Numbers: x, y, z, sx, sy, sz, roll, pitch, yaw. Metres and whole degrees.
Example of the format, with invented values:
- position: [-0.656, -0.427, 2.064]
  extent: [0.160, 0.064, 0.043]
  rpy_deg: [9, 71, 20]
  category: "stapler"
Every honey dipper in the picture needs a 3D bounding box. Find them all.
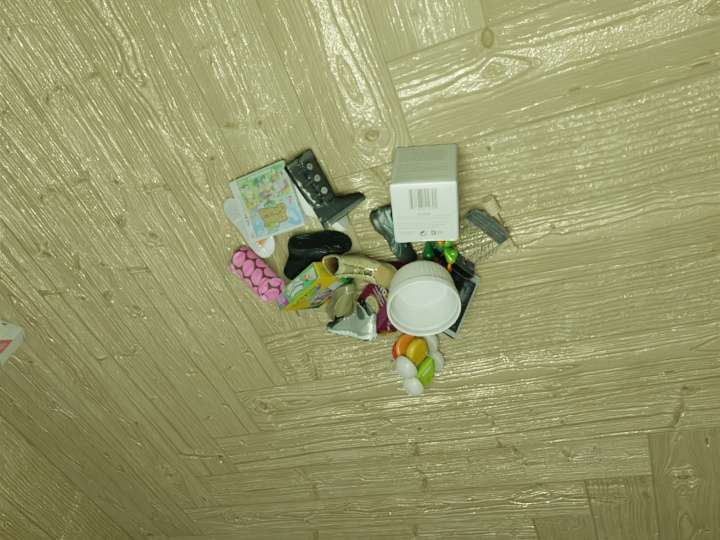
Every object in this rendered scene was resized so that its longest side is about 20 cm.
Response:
- position: [0.392, -0.121, 1.563]
  extent: [0.037, 0.038, 0.201]
  rpy_deg: [-22, 122, 26]
  category: "honey dipper"

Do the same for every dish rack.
- position: [0.311, -0.076, 1.585]
  extent: [0.152, 0.055, 0.200]
  rpy_deg: [33, 138, -13]
  category: "dish rack"

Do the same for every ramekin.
- position: [0.165, 0.068, 1.516]
  extent: [0.195, 0.106, 0.203]
  rpy_deg: [0, 130, -1]
  category: "ramekin"

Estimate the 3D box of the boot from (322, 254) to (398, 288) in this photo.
- position: [0.000, 0.000, 1.602]
  extent: [0.198, 0.153, 0.074]
  rpy_deg: [27, 107, 42]
  category: "boot"

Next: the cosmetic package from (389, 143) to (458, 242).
- position: [0.168, -0.199, 1.440]
  extent: [0.163, 0.202, 0.169]
  rpy_deg: [-1, 128, 12]
  category: "cosmetic package"

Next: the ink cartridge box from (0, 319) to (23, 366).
- position: [-1.412, 0.257, 2.140]
  extent: [0.196, 0.148, 0.084]
  rpy_deg: [21, 128, -6]
  category: "ink cartridge box"

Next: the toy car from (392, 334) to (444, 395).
- position: [0.174, 0.295, 1.870]
  extent: [0.148, 0.175, 0.203]
  rpy_deg: [17, 141, 44]
  category: "toy car"

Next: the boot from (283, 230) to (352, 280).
- position: [-0.132, -0.040, 1.708]
  extent: [0.195, 0.078, 0.169]
  rpy_deg: [-5, 149, -14]
  category: "boot"

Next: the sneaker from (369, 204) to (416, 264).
- position: [0.108, -0.101, 1.610]
  extent: [0.078, 0.076, 0.200]
  rpy_deg: [-29, 118, 26]
  category: "sneaker"

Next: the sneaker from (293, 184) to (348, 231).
- position: [-0.131, -0.172, 1.609]
  extent: [0.115, 0.074, 0.200]
  rpy_deg: [-35, 105, 33]
  category: "sneaker"

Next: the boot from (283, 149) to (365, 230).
- position: [-0.094, -0.236, 1.539]
  extent: [0.202, 0.164, 0.065]
  rpy_deg: [55, 147, -4]
  category: "boot"

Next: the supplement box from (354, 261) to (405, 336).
- position: [0.085, 0.088, 1.707]
  extent: [0.101, 0.132, 0.201]
  rpy_deg: [-1, 139, -37]
  category: "supplement box"

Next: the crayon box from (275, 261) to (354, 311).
- position: [-0.135, 0.049, 1.719]
  extent: [0.199, 0.171, 0.059]
  rpy_deg: [-39, 68, 33]
  category: "crayon box"

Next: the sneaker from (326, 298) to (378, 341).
- position: [-0.021, 0.142, 1.715]
  extent: [0.197, 0.074, 0.119]
  rpy_deg: [6, 93, 40]
  category: "sneaker"

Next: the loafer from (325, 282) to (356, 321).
- position: [-0.052, 0.103, 1.774]
  extent: [0.075, 0.068, 0.201]
  rpy_deg: [-20, 160, -27]
  category: "loafer"

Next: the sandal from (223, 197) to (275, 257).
- position: [-0.321, -0.136, 1.685]
  extent: [0.079, 0.059, 0.208]
  rpy_deg: [-38, 92, 16]
  category: "sandal"

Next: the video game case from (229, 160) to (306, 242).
- position: [-0.262, -0.190, 1.593]
  extent: [0.196, 0.022, 0.186]
  rpy_deg: [-15, 101, 27]
  category: "video game case"

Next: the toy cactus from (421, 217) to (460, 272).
- position: [0.200, -0.078, 1.558]
  extent: [0.101, 0.165, 0.203]
  rpy_deg: [-14, 133, -34]
  category: "toy cactus"

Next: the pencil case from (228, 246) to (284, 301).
- position: [-0.317, 0.015, 1.712]
  extent: [0.199, 0.093, 0.092]
  rpy_deg: [37, 156, 38]
  category: "pencil case"

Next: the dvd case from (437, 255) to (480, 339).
- position: [0.255, 0.074, 1.654]
  extent: [0.149, 0.203, 0.025]
  rpy_deg: [31, 163, -15]
  category: "dvd case"
